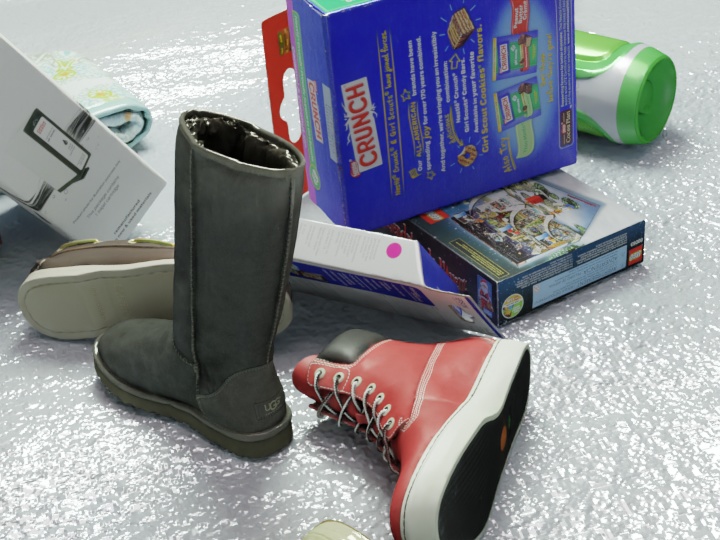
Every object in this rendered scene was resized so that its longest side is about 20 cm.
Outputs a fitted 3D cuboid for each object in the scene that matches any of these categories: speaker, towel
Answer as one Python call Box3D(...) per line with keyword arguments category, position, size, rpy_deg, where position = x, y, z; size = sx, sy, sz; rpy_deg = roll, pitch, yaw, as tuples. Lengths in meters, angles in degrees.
Box3D(category="speaker", position=(0.161, -0.165, 1.278), size=(0.198, 0.089, 0.088), rpy_deg=(20, 39, 33))
Box3D(category="towel", position=(-0.300, -0.133, 1.318), size=(0.198, 0.049, 0.171), rpy_deg=(-20, 36, -23))

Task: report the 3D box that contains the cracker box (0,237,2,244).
Box3D(category="cracker box", position=(-0.395, -0.040, 1.174), size=(0.198, 0.058, 0.134), rpy_deg=(20, 38, 31))

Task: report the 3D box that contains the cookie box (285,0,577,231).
Box3D(category="cookie box", position=(0.055, -0.140, 1.098), size=(0.198, 0.173, 0.075), rpy_deg=(-18, 32, -21))

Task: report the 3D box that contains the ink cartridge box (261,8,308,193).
Box3D(category="ink cartridge box", position=(0.014, -0.154, 1.206), size=(0.047, 0.162, 0.199), rpy_deg=(23, 41, 38))

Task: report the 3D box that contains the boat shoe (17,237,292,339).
Box3D(category="boat shoe", position=(-0.137, 0.010, 1.053), size=(0.197, 0.073, 0.060), rpy_deg=(-1, 34, 16))

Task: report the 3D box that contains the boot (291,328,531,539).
Box3D(category="boot", position=(0.013, 0.097, 0.900), size=(0.142, 0.073, 0.200), rpy_deg=(6, 25, 16))

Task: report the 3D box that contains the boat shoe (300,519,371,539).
Box3D(category="boat shoe", position=(0.022, 0.193, 0.751), size=(0.066, 0.075, 0.199), rpy_deg=(-31, 31, -31))

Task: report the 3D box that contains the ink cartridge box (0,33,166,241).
Box3D(category="ink cartridge box", position=(-0.261, -0.108, 1.122), size=(0.145, 0.200, 0.085), rpy_deg=(30, 81, 42))

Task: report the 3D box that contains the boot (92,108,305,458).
Box3D(category="boot", position=(-0.105, -0.001, 0.941), size=(0.180, 0.202, 0.072), rpy_deg=(18, 38, 32))

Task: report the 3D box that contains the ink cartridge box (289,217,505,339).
Box3D(category="ink cartridge box", position=(0.000, 0.000, 1.032), size=(0.198, 0.095, 0.038), rpy_deg=(15, 77, 25))

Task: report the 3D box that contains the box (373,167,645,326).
Box3D(category="box", position=(0.096, -0.041, 1.132), size=(0.135, 0.038, 0.200), rpy_deg=(-22, 36, -25))
